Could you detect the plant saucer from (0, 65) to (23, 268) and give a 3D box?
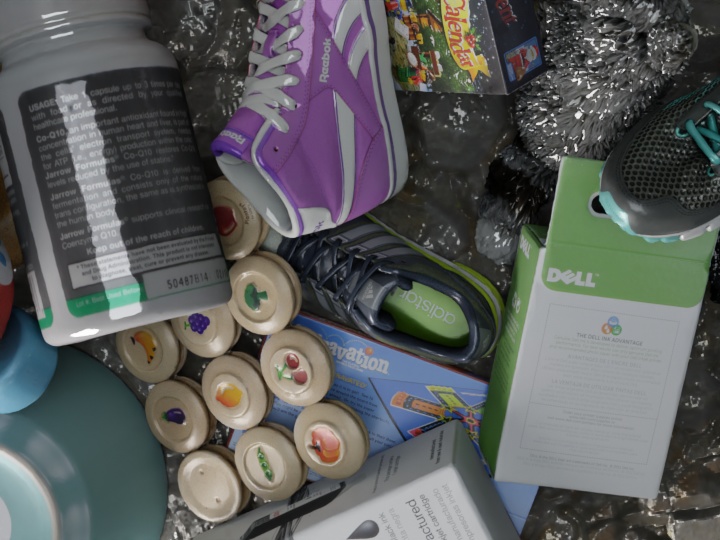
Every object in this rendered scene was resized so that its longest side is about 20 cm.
[{"bbox_3d":[-0.269,-0.091,0.869,0.199,0.035,0.202,1,97,4],"label":"plant saucer"}]

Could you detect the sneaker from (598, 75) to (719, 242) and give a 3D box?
[{"bbox_3d":[0.212,-0.091,0.726,0.199,0.091,0.078,-33,70,-15],"label":"sneaker"}]

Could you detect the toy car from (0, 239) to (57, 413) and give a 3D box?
[{"bbox_3d":[-0.259,-0.048,0.785,0.176,0.184,0.201,4,64,27],"label":"toy car"}]

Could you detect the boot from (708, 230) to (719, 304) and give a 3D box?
[{"bbox_3d":[0.283,-0.069,0.818,0.161,0.073,0.200,-4,94,10],"label":"boot"}]

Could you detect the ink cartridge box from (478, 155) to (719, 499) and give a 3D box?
[{"bbox_3d":[0.142,0.030,0.810,0.103,0.059,0.201,8,105,-7],"label":"ink cartridge box"}]

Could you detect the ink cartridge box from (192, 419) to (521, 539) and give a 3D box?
[{"bbox_3d":[0.002,0.206,0.846,0.199,0.084,0.145,-26,99,12],"label":"ink cartridge box"}]

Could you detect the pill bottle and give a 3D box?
[{"bbox_3d":[-0.149,-0.065,0.779,0.112,0.113,0.201,-14,91,5],"label":"pill bottle"}]

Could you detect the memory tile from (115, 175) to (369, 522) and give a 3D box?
[{"bbox_3d":[-0.088,0.054,0.851,0.153,0.017,0.201,-22,94,32],"label":"memory tile"}]

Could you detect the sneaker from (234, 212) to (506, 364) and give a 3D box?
[{"bbox_3d":[0.000,0.000,0.837,0.199,0.081,0.074,22,97,1],"label":"sneaker"}]

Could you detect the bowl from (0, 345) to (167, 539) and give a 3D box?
[{"bbox_3d":[-0.229,0.149,0.859,0.199,0.105,0.202,0,97,3],"label":"bowl"}]

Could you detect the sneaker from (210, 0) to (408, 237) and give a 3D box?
[{"bbox_3d":[-0.042,-0.117,0.778,0.114,0.072,0.202,-27,108,-34],"label":"sneaker"}]

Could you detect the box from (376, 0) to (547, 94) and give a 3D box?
[{"bbox_3d":[0.023,-0.201,0.764,0.038,0.136,0.201,-31,116,-32],"label":"box"}]

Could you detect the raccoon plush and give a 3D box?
[{"bbox_3d":[0.135,-0.086,0.790,0.096,0.134,0.201,16,97,2],"label":"raccoon plush"}]

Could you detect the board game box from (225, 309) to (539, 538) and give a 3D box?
[{"bbox_3d":[0.023,0.102,0.878,0.199,0.019,0.104,21,99,2],"label":"board game box"}]
